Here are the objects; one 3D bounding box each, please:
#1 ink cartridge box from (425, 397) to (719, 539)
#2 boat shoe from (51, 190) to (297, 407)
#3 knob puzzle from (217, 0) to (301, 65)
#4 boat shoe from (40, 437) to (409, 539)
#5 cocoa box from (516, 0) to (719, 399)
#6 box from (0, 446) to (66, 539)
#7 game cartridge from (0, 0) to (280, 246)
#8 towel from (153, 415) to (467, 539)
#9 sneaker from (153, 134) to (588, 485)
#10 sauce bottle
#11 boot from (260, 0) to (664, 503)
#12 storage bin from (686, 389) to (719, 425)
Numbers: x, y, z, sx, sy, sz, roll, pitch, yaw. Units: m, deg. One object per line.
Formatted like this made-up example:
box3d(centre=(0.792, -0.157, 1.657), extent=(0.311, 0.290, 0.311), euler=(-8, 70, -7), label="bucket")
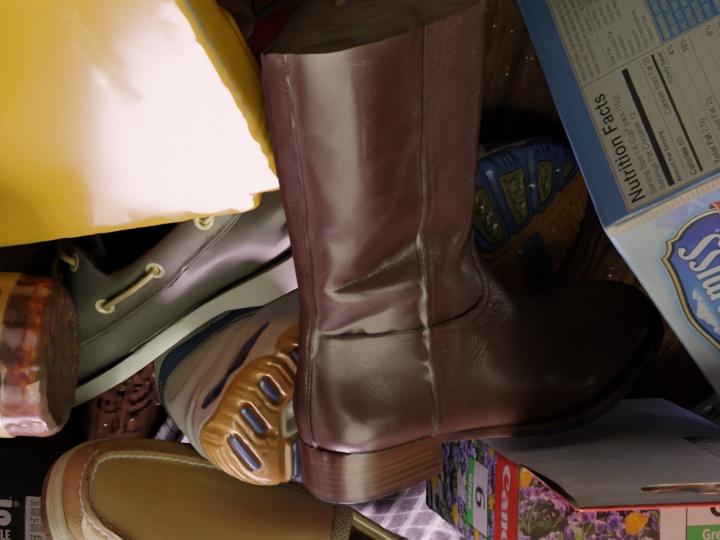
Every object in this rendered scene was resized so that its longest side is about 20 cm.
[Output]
box3d(centre=(0.102, 0.091, 0.939), extent=(0.109, 0.200, 0.051), euler=(-1, 98, -14), label="ink cartridge box")
box3d(centre=(-0.084, -0.004, 0.948), extent=(0.201, 0.072, 0.060), euler=(-29, 114, 30), label="boat shoe")
box3d(centre=(-0.101, -0.097, 0.860), extent=(0.219, 0.031, 0.220), euler=(-9, 141, -8), label="knob puzzle")
box3d(centre=(-0.032, 0.110, 0.963), extent=(0.200, 0.072, 0.076), euler=(21, 155, -36), label="boat shoe")
box3d(centre=(0.168, -0.038, 0.933), extent=(0.131, 0.134, 0.200), euler=(-26, 140, 12), label="cocoa box")
box3d(centre=(-0.195, 0.130, 1.004), extent=(0.199, 0.086, 0.164), euler=(7, 161, -25), label="box")
box3d(centre=(-0.134, -0.082, 0.823), extent=(0.176, 0.033, 0.200), euler=(-7, 143, 18), label="game cartridge")
box3d(centre=(-0.019, 0.120, 1.097), extent=(0.165, 0.086, 0.200), euler=(6, 136, -22), label="towel")
box3d(centre=(0.000, 0.000, 0.972), extent=(0.200, 0.088, 0.075), euler=(-35, 124, -18), label="sneaker")
box3d(centre=(-0.211, 0.030, 0.916), extent=(0.199, 0.066, 0.066), euler=(0, 141, 6), label="sauce bottle")
box3d(centre=(0.044, -0.032, 0.886), extent=(0.186, 0.064, 0.201), euler=(-25, 122, -37), label="boot")
box3d(centre=(0.132, 0.155, 1.109), extent=(0.200, 0.094, 0.135), euler=(-34, 157, -25), label="storage bin")
